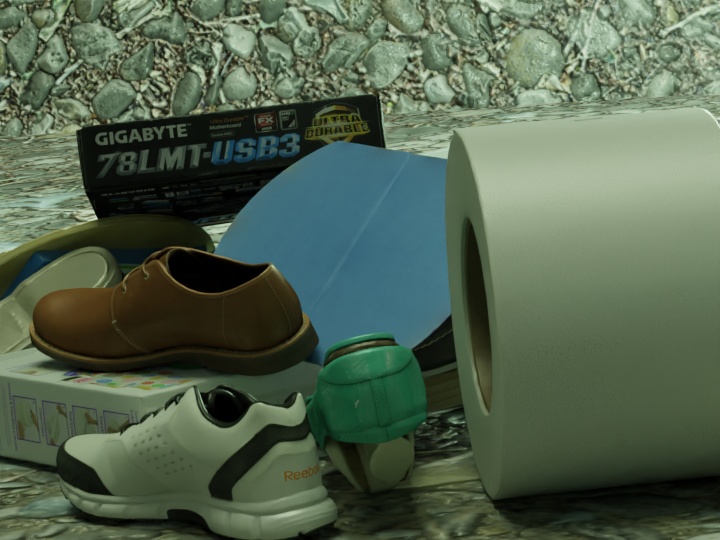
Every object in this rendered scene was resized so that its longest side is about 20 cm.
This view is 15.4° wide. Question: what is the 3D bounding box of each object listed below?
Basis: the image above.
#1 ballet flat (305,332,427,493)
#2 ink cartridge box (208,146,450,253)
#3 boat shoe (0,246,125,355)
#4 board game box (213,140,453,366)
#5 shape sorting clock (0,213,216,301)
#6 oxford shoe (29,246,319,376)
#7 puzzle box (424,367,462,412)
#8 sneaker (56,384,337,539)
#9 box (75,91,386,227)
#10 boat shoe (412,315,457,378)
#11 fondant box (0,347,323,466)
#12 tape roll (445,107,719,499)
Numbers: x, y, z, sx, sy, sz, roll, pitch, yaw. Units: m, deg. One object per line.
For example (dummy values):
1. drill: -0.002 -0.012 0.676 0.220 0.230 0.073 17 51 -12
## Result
1. ballet flat: 0.003 0.086 1.458 0.067 0.070 0.200 -12 -11 -3
2. ink cartridge box: -0.024 0.000 1.783 0.200 0.083 0.147 -30 -8 37
3. boat shoe: -0.237 0.061 1.757 0.200 0.063 0.073 -31 45 -4
4. board game box: 0.000 0.000 1.622 0.200 0.039 0.158 11 60 39
5. shape sorting clock: -0.195 0.016 1.850 0.200 0.039 0.200 -15 -28 -8
6. oxford shoe: -0.120 0.017 1.593 0.200 0.071 0.071 -2 32 31
7. puzzle box: 0.107 0.032 1.668 0.200 0.025 0.133 -16 21 20
8. sneaker: -0.091 0.097 1.453 0.200 0.080 0.074 1 12 42
9. box: -0.084 -0.069 1.798 0.200 0.050 0.199 -7 -7 -1
10. boat shoe: 0.101 -0.001 1.636 0.200 0.057 0.067 -27 20 -9
11. fondant box: -0.137 0.081 1.646 0.144 0.058 0.200 -12 10 -41
12. tape roll: 0.128 0.018 1.440 0.139 0.203 0.203 -5 9 -4
